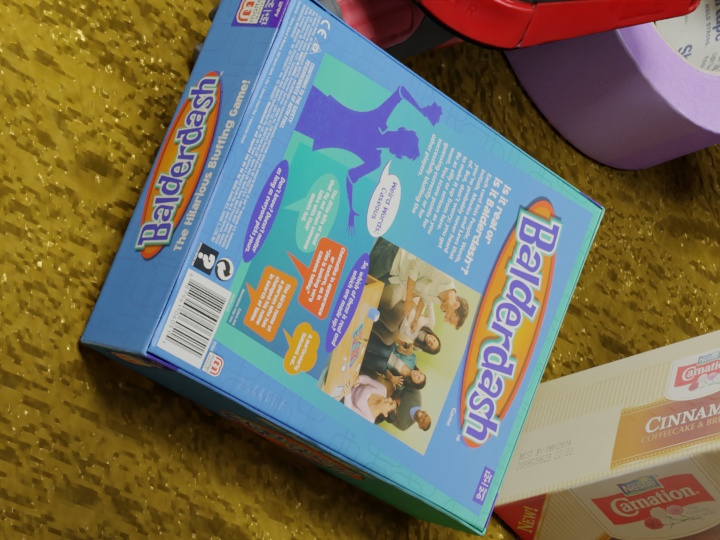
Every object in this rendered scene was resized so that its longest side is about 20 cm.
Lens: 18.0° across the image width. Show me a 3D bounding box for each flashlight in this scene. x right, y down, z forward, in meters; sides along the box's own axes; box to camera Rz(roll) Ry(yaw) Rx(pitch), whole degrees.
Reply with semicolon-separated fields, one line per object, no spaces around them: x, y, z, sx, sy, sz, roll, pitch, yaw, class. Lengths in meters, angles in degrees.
0.008;-0.118;0.985;0.200;0.068;0.068;-26;97;-53;flashlight

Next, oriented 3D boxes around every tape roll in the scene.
0.141;-0.156;1.170;0.200;0.066;0.200;25;56;-45;tape roll

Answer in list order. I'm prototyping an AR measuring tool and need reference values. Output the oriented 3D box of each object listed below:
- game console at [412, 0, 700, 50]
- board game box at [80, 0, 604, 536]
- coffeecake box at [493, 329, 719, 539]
0.044;-0.177;1.010;0.177;0.031;0.200;-13;57;-51;game console
0.000;0.000;0.900;0.200;0.045;0.152;32;74;-39;board game box
0.181;0.121;1.027;0.200;0.153;0.073;46;43;-29;coffeecake box
